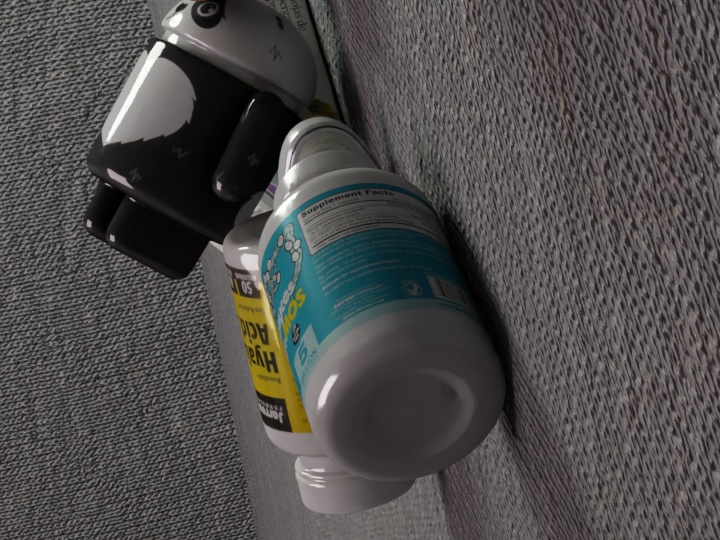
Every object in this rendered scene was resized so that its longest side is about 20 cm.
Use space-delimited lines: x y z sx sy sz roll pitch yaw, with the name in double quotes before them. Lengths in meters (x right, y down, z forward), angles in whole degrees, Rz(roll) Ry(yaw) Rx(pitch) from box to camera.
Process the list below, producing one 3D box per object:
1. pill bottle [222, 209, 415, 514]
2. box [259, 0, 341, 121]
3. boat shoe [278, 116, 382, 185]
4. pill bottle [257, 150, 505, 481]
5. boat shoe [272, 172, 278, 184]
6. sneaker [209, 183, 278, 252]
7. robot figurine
"pill bottle" -0.021 0.060 1.691 0.111 0.111 0.200 -126 22 -73
"box" -0.041 -0.127 1.797 0.041 0.039 0.200 93 162 -64
"boat shoe" 0.000 0.000 1.588 0.066 0.072 0.200 -139 36 -70
"pill bottle" 0.005 0.017 1.403 0.200 0.111 0.111 -111 10 -49
"boat shoe" -0.046 0.000 1.932 0.067 0.074 0.200 91 163 -55
"sneaker" -0.022 -0.003 1.824 0.200 0.114 0.073 48 114 29
"robot figurine" -0.115 -0.098 1.725 0.150 0.200 0.125 29 180 18
